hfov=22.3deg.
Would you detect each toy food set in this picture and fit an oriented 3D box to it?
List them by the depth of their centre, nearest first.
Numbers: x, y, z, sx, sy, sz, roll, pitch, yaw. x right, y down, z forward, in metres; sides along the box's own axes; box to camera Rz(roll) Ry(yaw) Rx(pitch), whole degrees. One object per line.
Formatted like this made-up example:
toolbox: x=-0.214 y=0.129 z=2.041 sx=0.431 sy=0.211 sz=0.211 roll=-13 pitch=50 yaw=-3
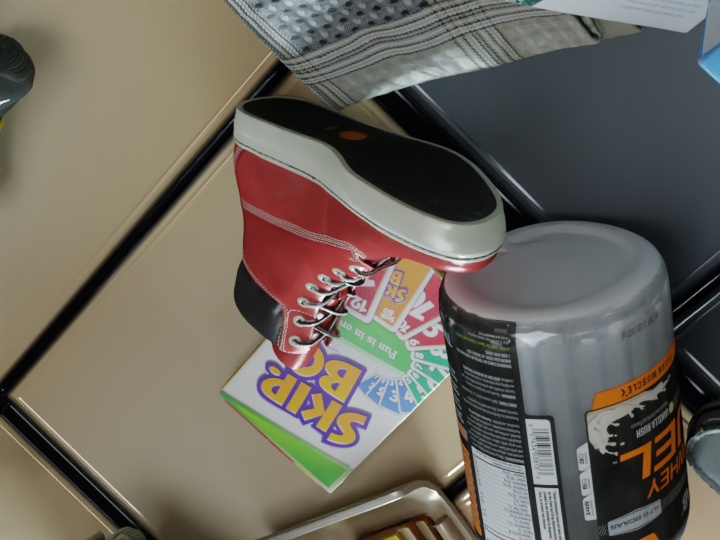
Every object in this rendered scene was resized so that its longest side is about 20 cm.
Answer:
toy food set: x=0.028 y=0.233 z=1.158 sx=0.143 sy=0.060 sz=0.200 roll=-26 pitch=105 yaw=35

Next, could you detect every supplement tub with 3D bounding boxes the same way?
supplement tub: x=0.114 y=0.085 z=0.991 sx=0.122 sy=0.123 sz=0.201 roll=3 pitch=120 yaw=25

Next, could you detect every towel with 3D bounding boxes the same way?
towel: x=0.016 y=-0.152 z=0.903 sx=0.199 sy=0.035 sz=0.193 roll=-11 pitch=142 yaw=30

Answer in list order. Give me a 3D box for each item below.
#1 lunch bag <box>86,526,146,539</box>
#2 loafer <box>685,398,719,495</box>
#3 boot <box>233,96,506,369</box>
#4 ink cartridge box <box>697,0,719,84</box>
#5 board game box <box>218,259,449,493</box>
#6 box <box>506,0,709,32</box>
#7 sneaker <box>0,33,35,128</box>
lunch bag: x=-0.116 y=0.279 z=1.197 sx=0.200 sy=0.139 sz=0.168 roll=35 pitch=134 yaw=16
loafer: x=0.264 y=0.133 z=0.980 sx=0.199 sy=0.063 sz=0.072 roll=26 pitch=126 yaw=11
boot: x=0.000 y=0.000 z=0.988 sx=0.200 sy=0.072 sz=0.145 roll=27 pitch=121 yaw=46
ink cartridge box: x=0.266 y=-0.081 z=0.837 sx=0.200 sy=0.068 sz=0.116 roll=39 pitch=129 yaw=-17
board game box: x=-0.006 y=0.054 z=1.095 sx=0.095 sy=0.030 sz=0.200 roll=42 pitch=130 yaw=0
box: x=0.168 y=-0.180 z=0.800 sx=0.200 sy=0.144 sz=0.036 roll=-40 pitch=63 yaw=37
sneaker: x=-0.246 y=-0.074 z=1.120 sx=0.085 sy=0.075 sz=0.200 roll=48 pitch=136 yaw=-13
